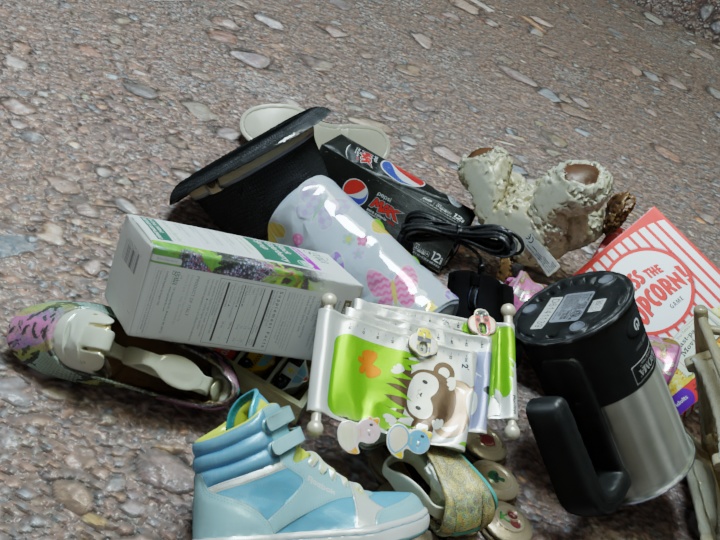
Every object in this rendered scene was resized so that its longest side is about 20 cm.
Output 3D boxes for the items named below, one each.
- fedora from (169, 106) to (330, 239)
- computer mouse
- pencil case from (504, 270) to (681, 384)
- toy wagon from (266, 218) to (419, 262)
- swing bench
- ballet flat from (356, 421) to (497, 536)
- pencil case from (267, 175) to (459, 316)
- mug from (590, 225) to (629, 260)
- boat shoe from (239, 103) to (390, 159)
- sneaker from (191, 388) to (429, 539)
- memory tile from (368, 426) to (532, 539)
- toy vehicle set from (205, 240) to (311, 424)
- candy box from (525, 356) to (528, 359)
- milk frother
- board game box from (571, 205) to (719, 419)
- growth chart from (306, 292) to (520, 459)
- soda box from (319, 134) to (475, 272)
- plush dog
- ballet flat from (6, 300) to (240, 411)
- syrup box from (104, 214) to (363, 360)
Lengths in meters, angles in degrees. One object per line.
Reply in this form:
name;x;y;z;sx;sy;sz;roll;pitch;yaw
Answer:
fedora;-0.101;-0.092;1.138;0.092;0.200;0.201;60;29;-12
computer mouse;0.094;0.031;1.084;0.140;0.201;0.046;16;47;25
pencil case;0.234;0.073;1.140;0.199;0.083;0.087;24;6;5
toy wagon;-0.004;0.002;1.169;0.154;0.040;0.200;-8;45;-43
swing bench;0.378;0.174;1.039;0.129;0.201;0.199;8;30;0
ballet flat;0.036;0.148;0.921;0.070;0.071;0.200;-6;41;-41
pencil case;0.000;0.000;1.019;0.200;0.091;0.083;43;-1;20
mug;0.364;0.042;1.288;0.199;0.134;0.177;32;29;18
boat shoe;-0.064;-0.165;1.388;0.198;0.073;0.063;8;-9;-18
sneaker;-0.038;0.153;0.815;0.199;0.079;0.132;0;76;-33
memory tile;0.079;0.197;0.949;0.152;0.017;0.201;14;32;-18
toy vehicle set;-0.068;0.044;1.028;0.124;0.027;0.200;29;42;6
candy box;0.230;0.091;1.213;0.102;0.027;0.200;-5;42;-36
milk frother;0.182;0.123;1.019;0.180;0.189;0.199;-37;23;-28
board game box;0.345;0.050;1.218;0.200;0.151;0.046;50;0;24
growth chart;0.048;0.087;0.901;0.198;0.018;0.146;6;62;-19
soda box;0.035;-0.084;1.298;0.199;0.071;0.063;31;27;10
plush dog;0.225;-0.061;1.277;0.199;0.162;0.171;15;15;41
ballet flat;-0.191;0.070;0.889;0.199;0.070;0.071;20;-12;-15
syrup box;-0.105;0.018;0.912;0.199;0.082;0.079;10;18;-31
